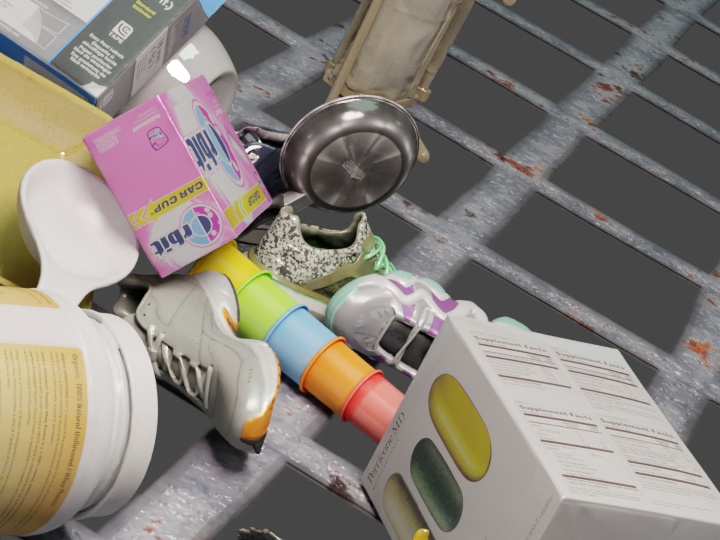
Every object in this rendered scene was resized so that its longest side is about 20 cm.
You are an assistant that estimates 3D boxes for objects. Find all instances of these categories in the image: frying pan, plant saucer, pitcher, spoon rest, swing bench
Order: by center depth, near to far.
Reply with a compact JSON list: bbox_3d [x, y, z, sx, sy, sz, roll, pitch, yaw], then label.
[{"bbox_3d":[-0.204,-0.001,1.385,0.099,0.061,0.200,37,41,-20],"label":"spoon rest"},{"bbox_3d":[-0.275,-0.069,1.453,0.200,0.048,0.201,30,44,-27],"label":"plant saucer"},{"bbox_3d":[-0.042,-0.076,1.615,0.189,0.115,0.031,-18,44,-4],"label":"frying pan"},{"bbox_3d":[-0.194,-0.208,1.759,0.200,0.172,0.121,33,9,16],"label":"pitcher"},{"bbox_3d":[0.053,-0.247,2.063,0.129,0.199,0.200,23,24,-9],"label":"swing bench"}]

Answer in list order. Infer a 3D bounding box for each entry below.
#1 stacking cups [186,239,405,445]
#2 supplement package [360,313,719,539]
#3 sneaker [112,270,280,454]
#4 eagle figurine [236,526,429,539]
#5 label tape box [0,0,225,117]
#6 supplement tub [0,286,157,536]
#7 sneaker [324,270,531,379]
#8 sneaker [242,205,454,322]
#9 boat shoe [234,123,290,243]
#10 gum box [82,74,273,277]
[{"bbox_3d":[-0.042,0.059,1.531,0.200,0.061,0.060,39,26,16],"label":"stacking cups"},{"bbox_3d":[0.122,0.156,1.378,0.150,0.152,0.200,13,28,-29],"label":"supplement package"},{"bbox_3d":[-0.121,0.063,1.427,0.092,0.076,0.200,6,23,-25],"label":"sneaker"},{"bbox_3d":[0.019,0.222,1.210,0.199,0.152,0.152,-3,-19,3],"label":"eagle figurine"},{"bbox_3d":[-0.212,-0.223,1.666,0.144,0.063,0.200,34,59,10],"label":"label tape box"},{"bbox_3d":[-0.231,0.079,1.169,0.199,0.145,0.145,6,31,-40],"label":"supplement tub"},{"bbox_3d":[0.075,0.076,1.585,0.199,0.078,0.140,15,26,-25],"label":"sneaker"},{"bbox_3d":[0.000,0.000,1.644,0.199,0.089,0.077,13,27,-30],"label":"sneaker"},{"bbox_3d":[-0.125,-0.076,1.660,0.200,0.093,0.075,-1,36,-48],"label":"boat shoe"},{"bbox_3d":[-0.130,-0.074,1.520,0.114,0.066,0.200,61,10,-6],"label":"gum box"}]
